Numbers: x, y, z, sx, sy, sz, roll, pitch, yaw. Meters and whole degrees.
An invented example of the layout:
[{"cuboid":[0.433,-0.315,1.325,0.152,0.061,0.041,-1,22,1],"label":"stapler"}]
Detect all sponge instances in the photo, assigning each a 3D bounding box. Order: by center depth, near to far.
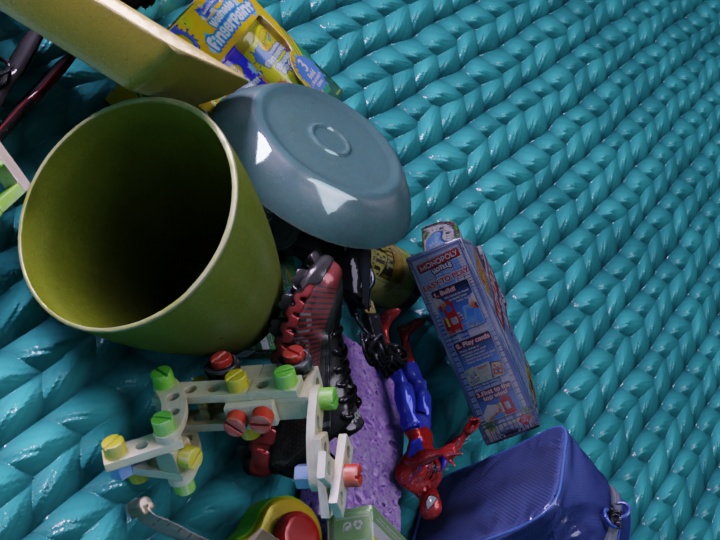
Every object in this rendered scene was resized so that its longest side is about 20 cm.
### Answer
[{"cuboid":[-0.005,0.159,1.316,0.111,0.030,0.202,35,44,-35],"label":"sponge"}]

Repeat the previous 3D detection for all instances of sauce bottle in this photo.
[{"cuboid":[-0.013,-0.011,1.370,0.199,0.064,0.066,22,50,-52],"label":"sauce bottle"}]

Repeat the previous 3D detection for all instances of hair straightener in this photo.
[{"cuboid":[-0.301,-0.146,1.145,0.077,0.041,0.201,47,42,-20],"label":"hair straightener"}]

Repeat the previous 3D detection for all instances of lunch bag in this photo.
[{"cuboid":[0.160,0.251,1.320,0.133,0.199,0.136,51,31,-18],"label":"lunch bag"}]

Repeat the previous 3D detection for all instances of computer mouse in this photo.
[{"cuboid":[0.000,0.000,1.270,0.140,0.046,0.202,53,13,-72],"label":"computer mouse"}]

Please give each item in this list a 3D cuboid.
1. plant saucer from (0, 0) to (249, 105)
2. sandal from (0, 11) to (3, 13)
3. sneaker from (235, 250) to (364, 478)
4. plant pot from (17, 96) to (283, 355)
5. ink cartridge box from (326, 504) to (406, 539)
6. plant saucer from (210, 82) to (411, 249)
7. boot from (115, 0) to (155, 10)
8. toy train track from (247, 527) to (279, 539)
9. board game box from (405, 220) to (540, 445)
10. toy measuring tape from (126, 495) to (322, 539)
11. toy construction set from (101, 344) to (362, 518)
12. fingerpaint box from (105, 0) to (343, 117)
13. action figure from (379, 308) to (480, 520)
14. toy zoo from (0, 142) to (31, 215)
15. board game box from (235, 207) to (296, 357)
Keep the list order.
[{"cuboid":[-0.204,-0.190,1.122,0.199,0.049,0.200,33,7,9],"label":"plant saucer"},{"cuboid":[-0.318,-0.290,1.185,0.087,0.079,0.203,8,69,-53],"label":"sandal"},{"cuboid":[-0.035,0.087,1.187,0.097,0.203,0.071,16,13,8],"label":"sneaker"},{"cuboid":[-0.140,-0.009,1.138,0.200,0.185,0.189,45,32,-60],"label":"plant pot"},{"cuboid":[0.015,0.314,1.174,0.146,0.047,0.202,55,28,-55],"label":"ink cartridge box"},{"cuboid":[-0.033,-0.102,1.227,0.198,0.036,0.201,24,33,-17],"label":"plant saucer"},{"cuboid":[-0.165,-0.295,1.265,0.066,0.199,0.166,43,39,-24],"label":"boot"},{"cuboid":[-0.088,0.265,1.124,0.115,0.032,0.200,-52,131,-6],"label":"toy train track"},{"cuboid":[0.109,0.033,1.426,0.201,0.061,0.201,-90,156,-60],"label":"board game box"},{"cuboid":[-0.095,0.202,1.145,0.199,0.073,0.074,31,45,-28],"label":"toy measuring tape"},{"cuboid":[-0.091,0.123,1.101,0.132,0.197,0.093,-71,167,-57],"label":"toy construction set"},{"cuboid":[-0.119,-0.165,1.320,0.167,0.073,0.201,45,35,-12],"label":"fingerpaint box"},{"cuboid":[0.070,0.128,1.329,0.065,0.098,0.203,19,57,-45],"label":"action figure"},{"cuboid":[-0.338,-0.056,1.018,0.132,0.020,0.200,56,44,-18],"label":"toy zoo"},{"cuboid":[-0.104,-0.017,1.314,0.104,0.023,0.202,7,62,-52],"label":"board game box"}]
